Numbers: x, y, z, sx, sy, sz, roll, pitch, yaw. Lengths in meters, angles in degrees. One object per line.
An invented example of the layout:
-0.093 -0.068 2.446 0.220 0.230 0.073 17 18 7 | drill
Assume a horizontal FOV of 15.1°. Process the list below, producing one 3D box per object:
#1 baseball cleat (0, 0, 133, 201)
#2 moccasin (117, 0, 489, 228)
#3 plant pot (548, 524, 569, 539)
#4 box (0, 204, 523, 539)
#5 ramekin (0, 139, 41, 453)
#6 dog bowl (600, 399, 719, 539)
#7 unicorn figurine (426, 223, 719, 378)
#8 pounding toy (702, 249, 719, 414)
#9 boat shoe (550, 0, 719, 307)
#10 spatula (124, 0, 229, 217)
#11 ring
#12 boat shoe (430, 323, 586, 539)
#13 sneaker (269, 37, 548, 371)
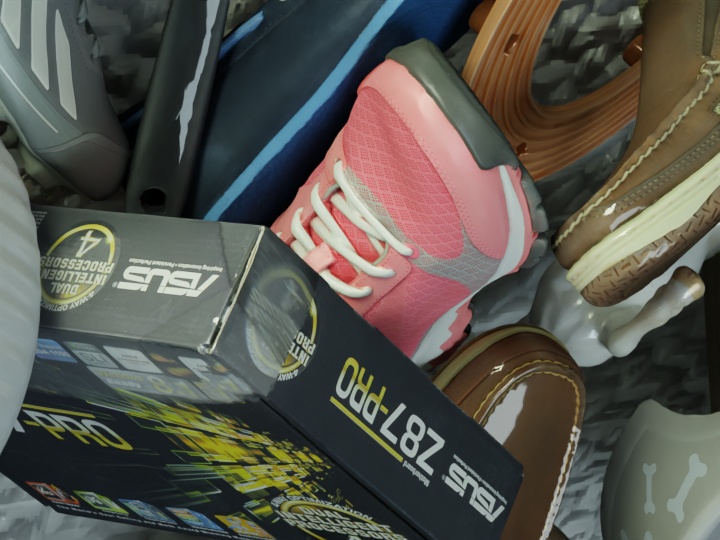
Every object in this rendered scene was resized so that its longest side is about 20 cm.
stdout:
-0.098 -0.104 0.823 0.106 0.070 0.200 -35 137 -1 | baseball cleat
-0.013 -0.088 0.878 0.200 0.068 0.080 -44 163 14 | moccasin
-0.007 0.151 1.073 0.200 0.093 0.201 -17 134 -19 | plant pot
-0.069 0.036 0.873 0.161 0.200 0.049 47 59 -44 | box
-0.185 0.009 0.781 0.200 0.200 0.105 -45 145 9 | ramekin
0.193 0.096 1.022 0.199 0.059 0.200 -5 131 -5 | dog bowl
0.094 -0.005 1.000 0.200 0.074 0.137 -25 170 -26 | unicorn figurine
0.245 0.034 1.112 0.199 0.142 0.184 -11 132 -1 | pounding toy
0.117 -0.064 0.917 0.202 0.075 0.075 -40 175 -39 | boat shoe
-0.045 -0.104 0.847 0.056 0.021 0.201 12 110 -4 | spatula
0.099 -0.109 0.927 0.200 0.019 0.201 -39 160 -18 | ring
0.033 0.117 0.956 0.072 0.068 0.201 17 104 -33 | boat shoe
0.000 0.000 0.890 0.087 0.074 0.200 -31 163 -21 | sneaker
